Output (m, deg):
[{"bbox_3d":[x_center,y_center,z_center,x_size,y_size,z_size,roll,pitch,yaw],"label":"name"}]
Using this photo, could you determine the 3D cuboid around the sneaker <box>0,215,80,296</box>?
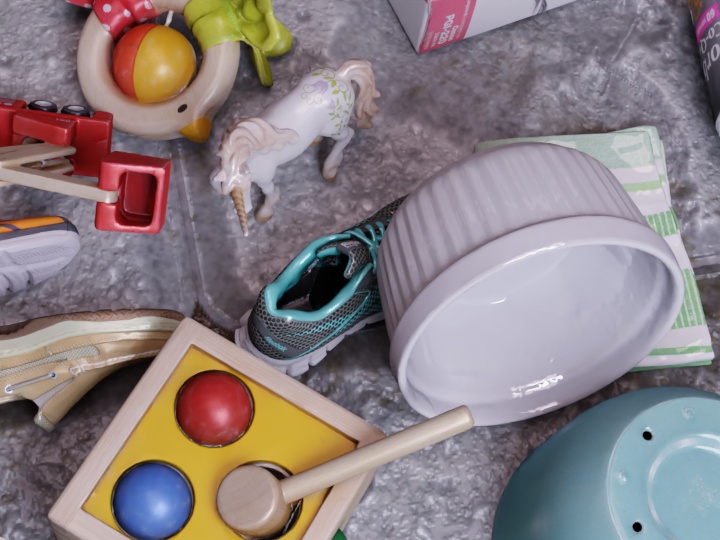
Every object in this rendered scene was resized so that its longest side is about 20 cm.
[{"bbox_3d":[-0.305,-0.035,0.950,0.199,0.078,0.113,-12,68,-12],"label":"sneaker"}]

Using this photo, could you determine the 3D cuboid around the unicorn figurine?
[{"bbox_3d":[-0.059,-0.088,0.968,0.074,0.138,0.200,31,66,8],"label":"unicorn figurine"}]

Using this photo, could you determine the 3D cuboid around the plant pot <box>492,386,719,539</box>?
[{"bbox_3d":[0.197,0.167,0.867,0.199,0.161,0.202,2,65,-5],"label":"plant pot"}]

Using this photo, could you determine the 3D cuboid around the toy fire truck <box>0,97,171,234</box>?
[{"bbox_3d":[-0.231,-0.080,0.948,0.199,0.049,0.141,7,20,-4],"label":"toy fire truck"}]

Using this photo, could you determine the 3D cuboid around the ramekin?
[{"bbox_3d":[0.104,0.005,0.899,0.199,0.201,0.105,-12,54,-11],"label":"ramekin"}]

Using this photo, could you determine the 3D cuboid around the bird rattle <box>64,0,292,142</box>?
[{"bbox_3d":[-0.157,-0.184,1.028,0.199,0.113,0.164,16,81,5],"label":"bird rattle"}]

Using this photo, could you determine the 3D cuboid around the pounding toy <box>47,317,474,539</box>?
[{"bbox_3d":[-0.063,0.138,0.861,0.199,0.142,0.185,29,66,8],"label":"pounding toy"}]

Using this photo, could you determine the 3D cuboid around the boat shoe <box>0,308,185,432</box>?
[{"bbox_3d":[-0.215,0.073,0.923,0.199,0.072,0.077,-9,80,-2],"label":"boat shoe"}]

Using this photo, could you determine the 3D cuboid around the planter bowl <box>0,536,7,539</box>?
[{"bbox_3d":[-0.276,0.255,0.771,0.134,0.200,0.201,-7,63,19],"label":"planter bowl"}]

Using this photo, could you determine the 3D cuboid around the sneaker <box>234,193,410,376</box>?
[{"bbox_3d":[0.000,0.000,0.960,0.200,0.091,0.078,-38,75,-21],"label":"sneaker"}]

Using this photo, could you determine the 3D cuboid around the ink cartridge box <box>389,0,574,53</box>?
[{"bbox_3d":[0.109,-0.284,1.108,0.199,0.085,0.146,-21,69,-13],"label":"ink cartridge box"}]

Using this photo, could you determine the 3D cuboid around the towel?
[{"bbox_3d":[0.179,-0.016,1.026,0.152,0.023,0.201,-6,66,-8],"label":"towel"}]

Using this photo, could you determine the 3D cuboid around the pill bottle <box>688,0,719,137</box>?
[{"bbox_3d":[0.331,-0.158,1.058,0.116,0.116,0.201,-2,65,-7],"label":"pill bottle"}]
